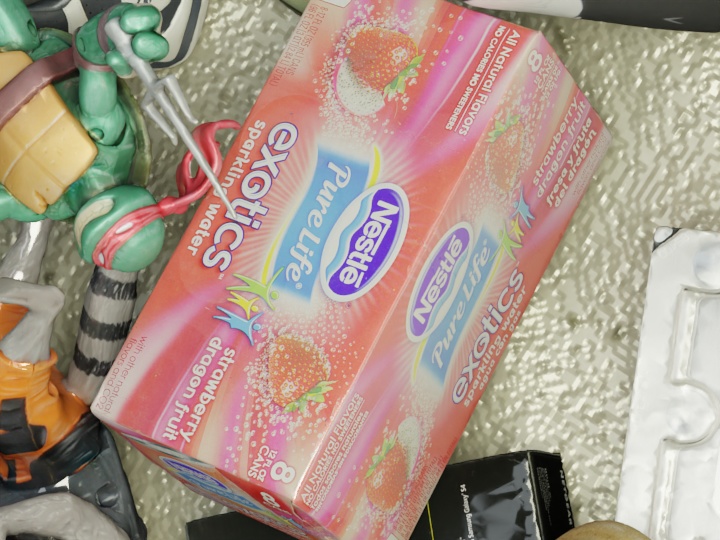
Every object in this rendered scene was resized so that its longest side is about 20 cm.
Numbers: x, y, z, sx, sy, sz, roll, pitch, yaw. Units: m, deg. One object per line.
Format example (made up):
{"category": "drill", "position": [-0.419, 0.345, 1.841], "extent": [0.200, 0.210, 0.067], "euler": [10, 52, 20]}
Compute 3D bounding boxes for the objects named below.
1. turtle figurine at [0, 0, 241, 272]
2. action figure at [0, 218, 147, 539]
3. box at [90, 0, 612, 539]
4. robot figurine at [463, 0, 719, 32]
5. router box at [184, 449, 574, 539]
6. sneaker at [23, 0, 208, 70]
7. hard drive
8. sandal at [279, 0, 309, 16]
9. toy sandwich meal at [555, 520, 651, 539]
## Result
{"category": "turtle figurine", "position": [-0.131, -0.057, 1.022], "extent": [0.150, 0.101, 0.200], "euler": [-45, 75, 10]}
{"category": "action figure", "position": [-0.116, 0.082, 1.079], "extent": [0.104, 0.200, 0.194], "euler": [-13, 114, -17]}
{"category": "box", "position": [0.000, 0.000, 1.048], "extent": [0.102, 0.095, 0.200], "euler": [22, 77, 30]}
{"category": "robot figurine", "position": [0.100, -0.155, 1.023], "extent": [0.199, 0.125, 0.151], "euler": [6, 69, -8]}
{"category": "router box", "position": [0.021, 0.181, 1.071], "extent": [0.149, 0.051, 0.201], "euler": [-13, 80, 19]}
{"category": "sneaker", "position": [-0.173, -0.129, 1.135], "extent": [0.199, 0.130, 0.080], "euler": [15, 87, 20]}
{"category": "hard drive", "position": [0.198, 0.063, 1.009], "extent": [0.199, 0.038, 0.140], "euler": [8, 83, 17]}
{"category": "sandal", "position": [-0.057, -0.176, 1.131], "extent": [0.201, 0.057, 0.080], "euler": [35, 80, 17]}
{"category": "toy sandwich meal", "position": [0.098, 0.180, 0.941], "extent": [0.070, 0.205, 0.206], "euler": [7, 84, -22]}
